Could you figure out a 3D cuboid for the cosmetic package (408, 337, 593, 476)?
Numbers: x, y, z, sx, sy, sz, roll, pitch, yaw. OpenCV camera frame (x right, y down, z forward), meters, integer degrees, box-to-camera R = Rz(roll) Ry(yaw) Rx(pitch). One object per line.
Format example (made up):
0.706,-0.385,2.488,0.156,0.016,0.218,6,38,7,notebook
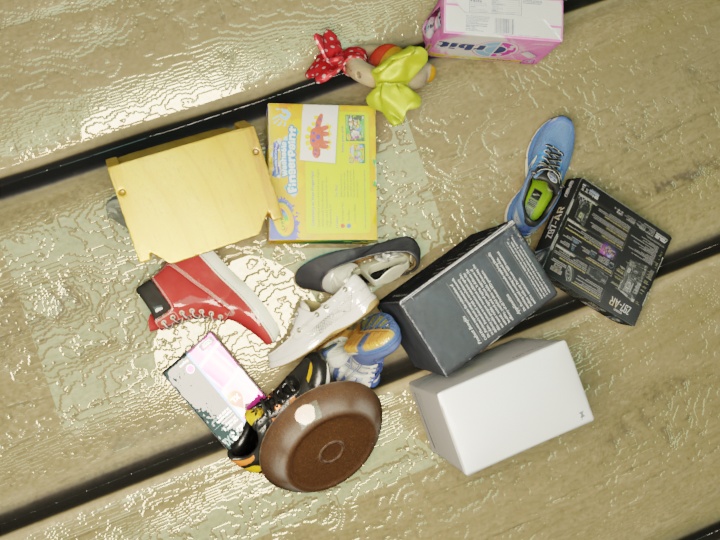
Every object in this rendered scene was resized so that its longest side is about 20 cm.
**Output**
0.196,0.189,1.151,0.197,0.200,0.125,-21,90,-9,cosmetic package

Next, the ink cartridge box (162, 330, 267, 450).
-0.195,0.197,1.178,0.094,0.037,0.201,-41,95,-9,ink cartridge box

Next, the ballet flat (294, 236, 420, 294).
0.000,0.000,1.187,0.197,0.073,0.074,-15,90,-6,ballet flat

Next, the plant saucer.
-0.048,0.251,1.135,0.198,0.037,0.203,-16,127,-23,plant saucer

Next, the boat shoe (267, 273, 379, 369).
-0.066,0.073,1.163,0.199,0.071,0.070,-35,91,16,boat shoe

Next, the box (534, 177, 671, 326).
0.380,-0.028,1.247,0.198,0.043,0.162,27,84,-18,box

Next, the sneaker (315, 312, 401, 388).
0.012,0.123,1.138,0.088,0.199,0.075,50,59,-9,sneaker

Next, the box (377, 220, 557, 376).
0.145,0.041,1.143,0.195,0.200,0.125,-33,92,-8,box

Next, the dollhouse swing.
-0.238,-0.111,1.110,0.197,0.176,0.185,-19,92,-15,dollhouse swing

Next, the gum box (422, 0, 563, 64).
0.199,-0.374,1.221,0.196,0.113,0.067,2,87,-9,gum box

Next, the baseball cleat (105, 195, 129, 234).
-0.272,-0.100,1.171,0.196,0.070,0.108,7,49,7,baseball cleat

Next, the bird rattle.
0.022,-0.300,1.190,0.162,0.198,0.114,-25,129,-44,bird rattle

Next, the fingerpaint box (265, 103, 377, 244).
-0.061,-0.143,1.193,0.164,0.073,0.204,-1,87,-9,fingerpaint box

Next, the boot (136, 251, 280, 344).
-0.225,0.066,1.150,0.200,0.072,0.144,43,72,3,boot

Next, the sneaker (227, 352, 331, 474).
-0.118,0.203,1.130,0.089,0.070,0.202,23,100,-38,sneaker

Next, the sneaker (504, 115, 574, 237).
0.295,-0.148,1.237,0.077,0.089,0.203,21,84,-8,sneaker
